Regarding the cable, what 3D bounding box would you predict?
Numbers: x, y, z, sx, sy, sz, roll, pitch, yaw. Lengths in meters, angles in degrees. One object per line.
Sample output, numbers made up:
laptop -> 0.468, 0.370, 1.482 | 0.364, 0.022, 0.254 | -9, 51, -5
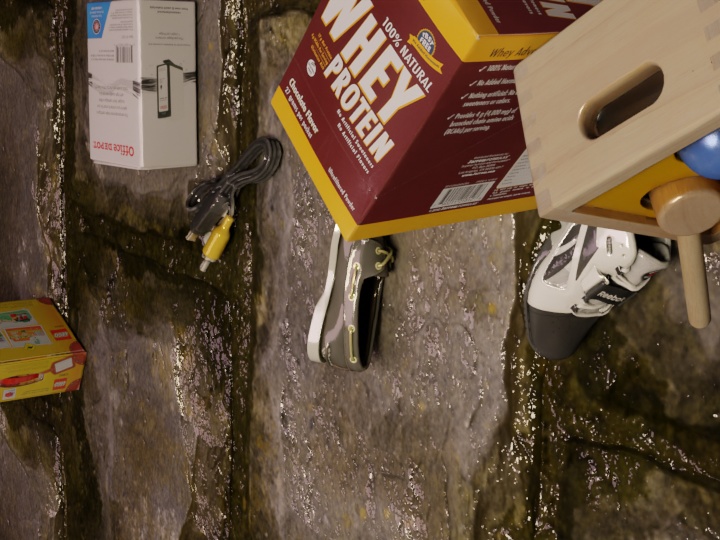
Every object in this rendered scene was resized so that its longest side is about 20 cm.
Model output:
cable -> -0.147, -0.093, 1.334 | 0.200, 0.050, 0.098 | -45, 43, 31

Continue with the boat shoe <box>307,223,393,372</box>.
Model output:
boat shoe -> 0.001, 0.000, 1.123 | 0.060, 0.072, 0.204 | 17, 99, 19

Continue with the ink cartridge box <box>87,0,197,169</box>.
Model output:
ink cartridge box -> -0.273, -0.232, 1.417 | 0.145, 0.084, 0.202 | 14, 107, 50

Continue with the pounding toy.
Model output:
pounding toy -> 0.205, -0.069, 0.682 | 0.200, 0.183, 0.143 | -33, 58, 50

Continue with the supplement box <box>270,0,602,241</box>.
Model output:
supplement box -> 0.076, -0.144, 0.802 | 0.133, 0.196, 0.200 | 61, 141, 24

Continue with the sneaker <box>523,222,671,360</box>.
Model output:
sneaker -> 0.189, -0.005, 0.876 | 0.088, 0.074, 0.201 | 42, 126, 42

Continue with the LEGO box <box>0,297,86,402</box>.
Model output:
LEGO box -> -0.538, 0.121, 1.714 | 0.149, 0.199, 0.078 | 45, 127, 38
